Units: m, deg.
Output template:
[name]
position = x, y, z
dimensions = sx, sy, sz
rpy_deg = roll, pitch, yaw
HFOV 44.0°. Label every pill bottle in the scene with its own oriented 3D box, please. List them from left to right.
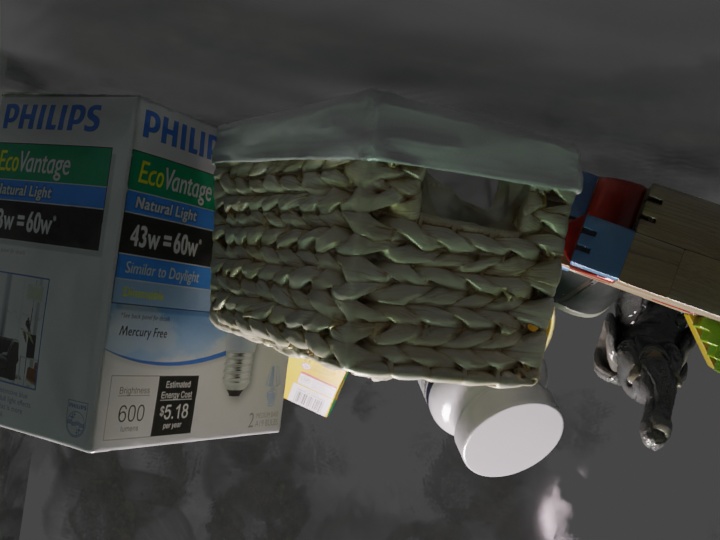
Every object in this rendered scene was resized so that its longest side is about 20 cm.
[pill bottle]
position = 0.105, 0.081, 0.825
dimensions = 0.114, 0.117, 0.202
rpy_deg = 9, -144, -27

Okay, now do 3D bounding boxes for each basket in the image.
[basket]
position = 0.005, -0.014, 0.488
dimensions = 0.133, 0.126, 0.199
rpy_deg = 8, 179, -30

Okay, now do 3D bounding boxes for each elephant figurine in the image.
[elephant figurine]
position = 0.314, 0.081, 0.978
dimensions = 0.153, 0.205, 0.140
rpy_deg = 9, 179, -43

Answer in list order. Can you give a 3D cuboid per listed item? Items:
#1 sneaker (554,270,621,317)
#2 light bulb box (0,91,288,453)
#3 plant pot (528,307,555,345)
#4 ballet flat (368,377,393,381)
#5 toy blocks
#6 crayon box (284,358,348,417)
[sneaker]
position = 0.140, -0.027, 0.771
dimensions = 0.196, 0.076, 0.107
rpy_deg = 16, 161, 3
[light bulb box]
position = -0.141, 0.003, 0.603
dimensions = 0.123, 0.205, 0.197
rpy_deg = 6, 178, 29
[plant pot]
position = 0.161, 0.036, 1.238
dimensions = 0.195, 0.204, 0.143
rpy_deg = 9, -155, -3
[ballet flat]
position = 0.030, 0.088, 0.924
dimensions = 0.068, 0.063, 0.199
rpy_deg = 47, -162, 16
[toy blocks]
position = 0.157, -0.014, 0.507
dimensions = 0.134, 0.102, 0.200
rpy_deg = 20, -177, 12
[crayon box]
position = -0.095, 0.040, 0.798
dimensions = 0.197, 0.059, 0.120
rpy_deg = 25, 137, 1
